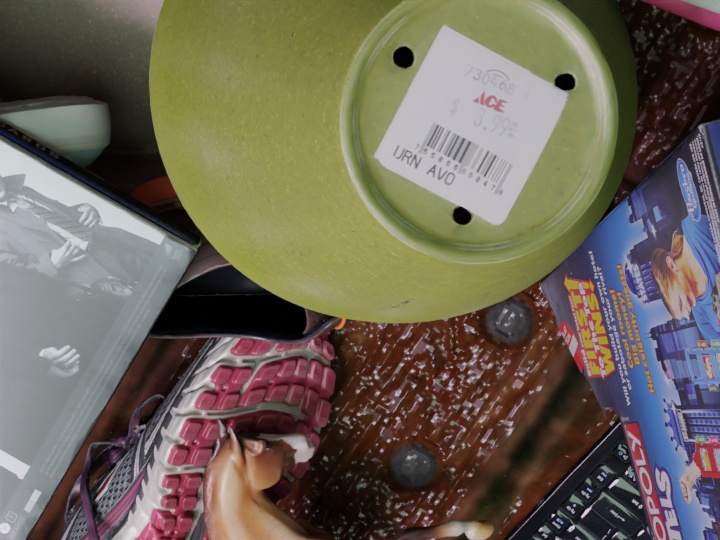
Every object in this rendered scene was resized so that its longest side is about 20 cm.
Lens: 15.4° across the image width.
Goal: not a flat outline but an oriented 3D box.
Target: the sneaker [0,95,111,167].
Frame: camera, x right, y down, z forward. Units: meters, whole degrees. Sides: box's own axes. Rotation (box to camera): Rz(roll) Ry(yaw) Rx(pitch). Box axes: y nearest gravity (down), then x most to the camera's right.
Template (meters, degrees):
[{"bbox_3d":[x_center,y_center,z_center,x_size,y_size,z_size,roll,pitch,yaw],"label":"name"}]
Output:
[{"bbox_3d":[-0.189,-0.015,1.090,0.199,0.074,0.082,-16,98,9],"label":"sneaker"}]

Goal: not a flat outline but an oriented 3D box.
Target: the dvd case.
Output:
[{"bbox_3d":[-0.185,0.002,1.046,0.199,0.025,0.151,30,102,-8],"label":"dvd case"}]

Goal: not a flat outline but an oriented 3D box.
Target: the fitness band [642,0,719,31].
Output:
[{"bbox_3d":[0.142,-0.169,1.039,0.199,0.037,0.144,23,114,1],"label":"fitness band"}]

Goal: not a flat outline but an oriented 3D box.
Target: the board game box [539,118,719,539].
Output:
[{"bbox_3d":[0.141,0.042,1.025,0.061,0.200,0.201,-15,92,-16],"label":"board game box"}]

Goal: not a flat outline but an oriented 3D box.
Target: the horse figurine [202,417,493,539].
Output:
[{"bbox_3d":[-0.029,0.158,1.167,0.132,0.050,0.201,5,124,-29],"label":"horse figurine"}]

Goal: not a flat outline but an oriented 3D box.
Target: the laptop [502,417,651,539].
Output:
[{"bbox_3d":[0.138,0.176,1.144,0.177,0.103,0.200,38,113,-8],"label":"laptop"}]

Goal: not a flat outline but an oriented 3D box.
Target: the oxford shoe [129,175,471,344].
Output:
[{"bbox_3d":[0.000,0.000,1.097,0.199,0.073,0.071,-6,132,0],"label":"oxford shoe"}]

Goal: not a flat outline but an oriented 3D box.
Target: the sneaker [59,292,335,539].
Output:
[{"bbox_3d":[-0.085,0.089,1.164,0.080,0.075,0.200,19,109,-46],"label":"sneaker"}]

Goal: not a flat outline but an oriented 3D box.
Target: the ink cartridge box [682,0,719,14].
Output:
[{"bbox_3d":[0.148,-0.150,0.939,0.199,0.068,0.117,13,122,-33],"label":"ink cartridge box"}]

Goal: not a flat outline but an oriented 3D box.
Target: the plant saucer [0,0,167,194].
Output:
[{"bbox_3d":[-0.103,-0.122,1.100,0.199,0.035,0.201,3,112,8],"label":"plant saucer"}]

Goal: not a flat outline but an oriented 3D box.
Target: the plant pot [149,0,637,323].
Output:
[{"bbox_3d":[0.025,-0.059,0.950,0.186,0.200,0.188,-1,98,-9],"label":"plant pot"}]
